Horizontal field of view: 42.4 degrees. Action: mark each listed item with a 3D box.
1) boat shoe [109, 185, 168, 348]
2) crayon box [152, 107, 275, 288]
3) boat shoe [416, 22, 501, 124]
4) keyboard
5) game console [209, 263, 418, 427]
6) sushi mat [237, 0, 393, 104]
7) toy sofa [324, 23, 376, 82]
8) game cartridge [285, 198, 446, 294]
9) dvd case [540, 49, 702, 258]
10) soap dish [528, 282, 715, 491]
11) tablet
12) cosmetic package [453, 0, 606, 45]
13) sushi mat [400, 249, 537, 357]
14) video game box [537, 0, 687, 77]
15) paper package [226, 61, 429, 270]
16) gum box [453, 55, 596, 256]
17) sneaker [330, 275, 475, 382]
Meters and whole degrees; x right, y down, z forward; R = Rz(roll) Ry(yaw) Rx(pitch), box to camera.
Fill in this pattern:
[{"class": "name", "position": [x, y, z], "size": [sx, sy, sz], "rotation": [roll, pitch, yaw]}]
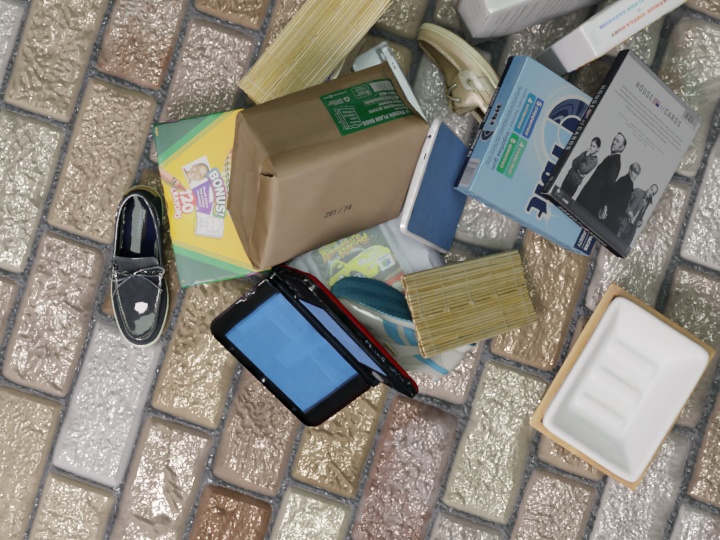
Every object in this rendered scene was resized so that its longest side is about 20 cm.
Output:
[{"class": "boat shoe", "position": [-0.277, -0.004, 1.154], "size": [0.073, 0.062, 0.204], "rotation": [2, 92, -2]}, {"class": "crayon box", "position": [-0.180, -0.089, 1.154], "size": [0.116, 0.058, 0.204], "rotation": [-10, 91, 0]}, {"class": "boat shoe", "position": [0.138, -0.223, 1.151], "size": [0.200, 0.072, 0.065], "rotation": [43, 89, -6]}, {"class": "keyboard", "position": [0.055, -0.190, 1.181], "size": [0.056, 0.011, 0.202], "rotation": [-28, 90, 5]}, {"class": "game console", "position": [-0.057, 0.103, 1.089], "size": [0.119, 0.172, 0.200], "rotation": [-48, 111, -11]}, {"class": "sushi mat", "position": [-0.055, -0.267, 1.091], "size": [0.200, 0.012, 0.096], "rotation": [-48, 61, 9]}, {"class": "toy sofa", "position": [-0.056, -0.251, 1.132], "size": [0.082, 0.098, 0.203], "rotation": [25, 91, 5]}, {"class": "game cartridge", "position": [0.000, 0.000, 1.170], "size": [0.198, 0.041, 0.135], "rotation": [-31, 87, 0]}, {"class": "dvd case", "position": [0.320, -0.139, 1.128], "size": [0.149, 0.025, 0.202], "rotation": [33, 84, -25]}, {"class": "soap dish", "position": [0.320, 0.142, 1.150], "size": [0.156, 0.081, 0.202], "rotation": [31, 90, -1]}, {"class": "tablet", "position": [0.095, -0.094, 1.092], "size": [0.013, 0.200, 0.132], "rotation": [18, 90, 20]}, {"class": "cosmetic package", "position": [0.204, -0.392, 1.101], "size": [0.197, 0.166, 0.170], "rotation": [-19, 91, -1]}, {"class": "sushi mat", "position": [0.134, 0.036, 1.116], "size": [0.197, 0.012, 0.098], "rotation": [-12, 88, -37]}, {"class": "video game box", "position": [0.313, -0.298, 1.087], "size": [0.181, 0.200, 0.047], "rotation": [-35, 95, 1]}, {"class": "paper package", "position": [-0.043, -0.116, 1.052], "size": [0.197, 0.192, 0.104], "rotation": [-21, 66, -22]}, {"class": "gum box", "position": [0.231, -0.136, 1.126], "size": [0.198, 0.044, 0.172], "rotation": [25, 89, -26]}, {"class": "sneaker", "position": [0.043, 0.075, 1.124], "size": [0.198, 0.077, 0.081], "rotation": [26, 115, -22]}]
